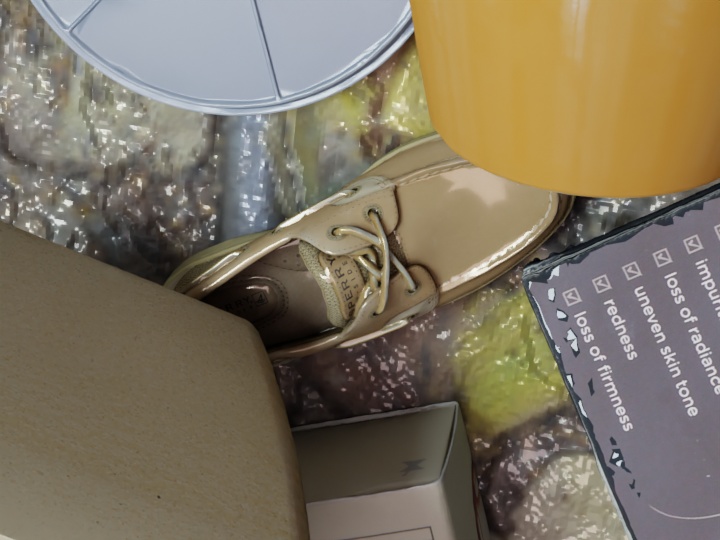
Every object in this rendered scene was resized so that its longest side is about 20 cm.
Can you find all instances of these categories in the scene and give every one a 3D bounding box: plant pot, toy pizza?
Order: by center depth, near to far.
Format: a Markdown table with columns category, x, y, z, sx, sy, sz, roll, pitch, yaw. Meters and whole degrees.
| category | x | y | z | sx | sy | sz | roll | pitch | yaw |
| --- | --- | --- | --- | --- | --- | --- | --- | --- | --- |
| plant pot | 0.091 | -0.135 | 0.608 | 0.199 | 0.201 | 0.184 | 5 | 122 | 6 |
| plant pot | -0.134 | 0.098 | 0.660 | 0.199 | 0.178 | 0.200 | 21 | 129 | -12 |
| toy pizza | -0.054 | -0.163 | 0.697 | 0.199 | 0.032 | 0.201 | 3 | 110 | 7 |

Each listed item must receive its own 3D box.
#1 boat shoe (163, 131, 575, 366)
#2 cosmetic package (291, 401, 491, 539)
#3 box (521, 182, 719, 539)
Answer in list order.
| category | x | y | z | sx | sy | sz | roll | pitch | yaw |
| --- | --- | --- | --- | --- | --- | --- | --- | --- | --- |
| boat shoe | 0.000 | 0.000 | 0.726 | 0.199 | 0.065 | 0.072 | -26 | 103 | 16 |
| cosmetic package | 0.015 | 0.172 | 0.771 | 0.103 | 0.087 | 0.201 | -8 | 108 | 12 |
| box | 0.196 | 0.049 | 0.660 | 0.196 | 0.124 | 0.201 | -24 | 87 | 17 |
